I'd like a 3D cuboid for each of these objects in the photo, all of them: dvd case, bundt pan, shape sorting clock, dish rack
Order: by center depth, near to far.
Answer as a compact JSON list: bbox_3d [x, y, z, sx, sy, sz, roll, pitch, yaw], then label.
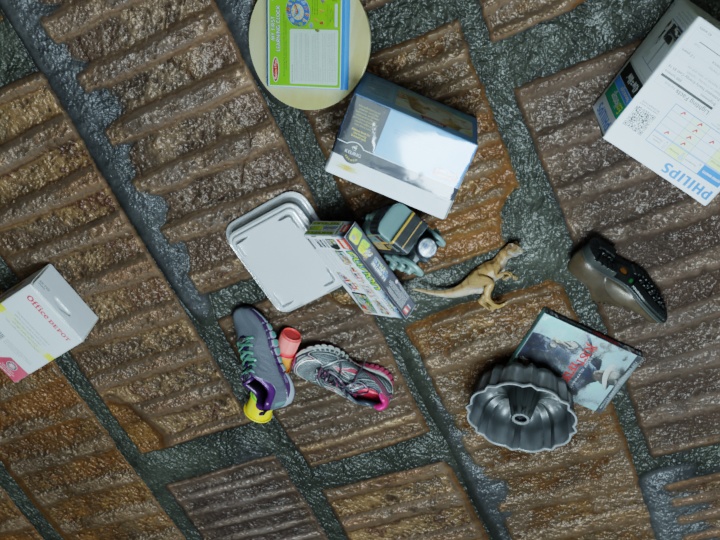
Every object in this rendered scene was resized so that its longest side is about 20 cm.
[{"bbox_3d":[-0.077,-0.342,1.218,0.198,0.039,0.203,5,106,16],"label":"shape sorting clock"},{"bbox_3d":[-0.127,-0.022,1.430,0.170,0.044,0.201,-26,114,20],"label":"dish rack"},{"bbox_3d":[0.382,0.164,1.473,0.198,0.022,0.147,24,120,-6],"label":"dvd case"},{"bbox_3d":[0.293,0.240,1.481,0.199,0.076,0.203,10,135,10],"label":"bundt pan"}]

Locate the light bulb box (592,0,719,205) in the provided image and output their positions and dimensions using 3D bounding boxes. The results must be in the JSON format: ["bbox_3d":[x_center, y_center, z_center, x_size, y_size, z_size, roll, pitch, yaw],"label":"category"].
[{"bbox_3d":[0.474,-0.240,1.164,0.197,0.125,0.201,30,121,-10],"label":"light bulb box"}]

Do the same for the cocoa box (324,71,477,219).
[{"bbox_3d":[0.066,-0.193,1.247,0.198,0.134,0.132,22,118,-4],"label":"cocoa box"}]

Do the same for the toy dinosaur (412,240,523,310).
[{"bbox_3d":[0.203,0.023,1.409,0.199,0.060,0.107,-33,86,18],"label":"toy dinosaur"}]

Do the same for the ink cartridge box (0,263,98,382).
[{"bbox_3d":[-0.622,0.101,1.551,0.199,0.084,0.146,-28,113,22],"label":"ink cartridge box"}]

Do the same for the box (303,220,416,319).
[{"bbox_3d":[0.000,0.000,1.377,0.109,0.035,0.201,5,141,48],"label":"box"}]

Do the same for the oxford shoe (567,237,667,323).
[{"bbox_3d":[0.429,0.028,1.368,0.199,0.073,0.084,37,134,-10],"label":"oxford shoe"}]

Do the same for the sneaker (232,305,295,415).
[{"bbox_3d":[-0.190,0.159,1.478,0.074,0.087,0.202,-32,83,33],"label":"sneaker"}]

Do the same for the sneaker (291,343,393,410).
[{"bbox_3d":[-0.032,0.198,1.518,0.198,0.075,0.081,16,121,-5],"label":"sneaker"}]

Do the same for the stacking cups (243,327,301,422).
[{"bbox_3d":[-0.166,0.199,1.551,0.060,0.061,0.201,22,120,-5],"label":"stacking cups"}]

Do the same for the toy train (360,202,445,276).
[{"bbox_3d":[0.061,-0.055,1.306,0.114,0.200,0.085,40,85,-12],"label":"toy train"}]
